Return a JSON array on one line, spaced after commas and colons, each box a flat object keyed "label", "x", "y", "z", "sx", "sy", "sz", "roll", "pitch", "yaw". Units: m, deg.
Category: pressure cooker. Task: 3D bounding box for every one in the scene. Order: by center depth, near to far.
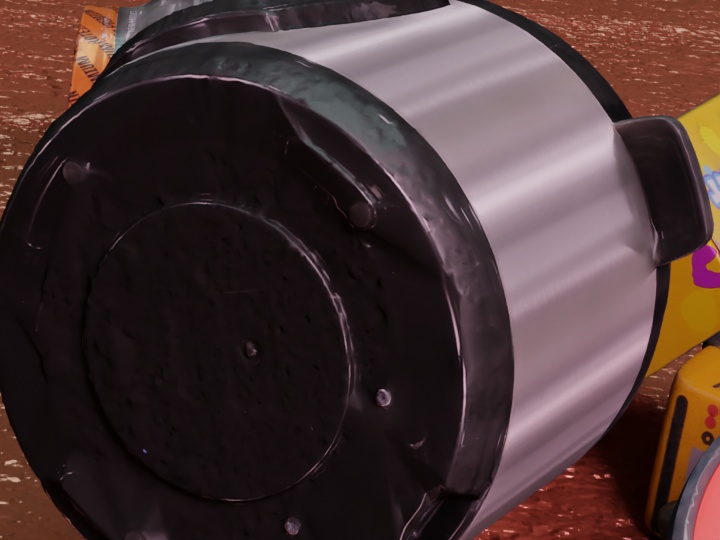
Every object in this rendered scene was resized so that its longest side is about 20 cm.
[{"label": "pressure cooker", "x": 0.000, "y": 0.003, "z": 0.817, "sx": 0.175, "sy": 0.180, "sz": 0.200, "roll": 31, "pitch": 25, "yaw": 19}]

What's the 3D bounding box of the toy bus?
[{"label": "toy bus", "x": 0.184, "y": 0.055, "z": 1.025, "sx": 0.078, "sy": 0.066, "sz": 0.199, "roll": 21, "pitch": 23, "yaw": 32}]

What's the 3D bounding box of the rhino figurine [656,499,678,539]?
[{"label": "rhino figurine", "x": 0.204, "y": 0.110, "z": 0.888, "sx": 0.198, "sy": 0.060, "sz": 0.088, "roll": 14, "pitch": 14, "yaw": -5}]

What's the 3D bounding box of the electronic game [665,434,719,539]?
[{"label": "electronic game", "x": 0.188, "y": 0.111, "z": 0.799, "sx": 0.198, "sy": 0.042, "sz": 0.201, "roll": 8, "pitch": 47, "yaw": -9}]

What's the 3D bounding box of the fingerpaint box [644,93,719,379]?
[{"label": "fingerpaint box", "x": 0.098, "y": 0.000, "z": 0.994, "sx": 0.074, "sy": 0.166, "sz": 0.200, "roll": 57, "pitch": 31, "yaw": 3}]

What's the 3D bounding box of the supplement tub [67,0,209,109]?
[{"label": "supplement tub", "x": -0.032, "y": -0.060, "z": 1.182, "sx": 0.198, "sy": 0.124, "sz": 0.123, "roll": 8, "pitch": 19, "yaw": -4}]
